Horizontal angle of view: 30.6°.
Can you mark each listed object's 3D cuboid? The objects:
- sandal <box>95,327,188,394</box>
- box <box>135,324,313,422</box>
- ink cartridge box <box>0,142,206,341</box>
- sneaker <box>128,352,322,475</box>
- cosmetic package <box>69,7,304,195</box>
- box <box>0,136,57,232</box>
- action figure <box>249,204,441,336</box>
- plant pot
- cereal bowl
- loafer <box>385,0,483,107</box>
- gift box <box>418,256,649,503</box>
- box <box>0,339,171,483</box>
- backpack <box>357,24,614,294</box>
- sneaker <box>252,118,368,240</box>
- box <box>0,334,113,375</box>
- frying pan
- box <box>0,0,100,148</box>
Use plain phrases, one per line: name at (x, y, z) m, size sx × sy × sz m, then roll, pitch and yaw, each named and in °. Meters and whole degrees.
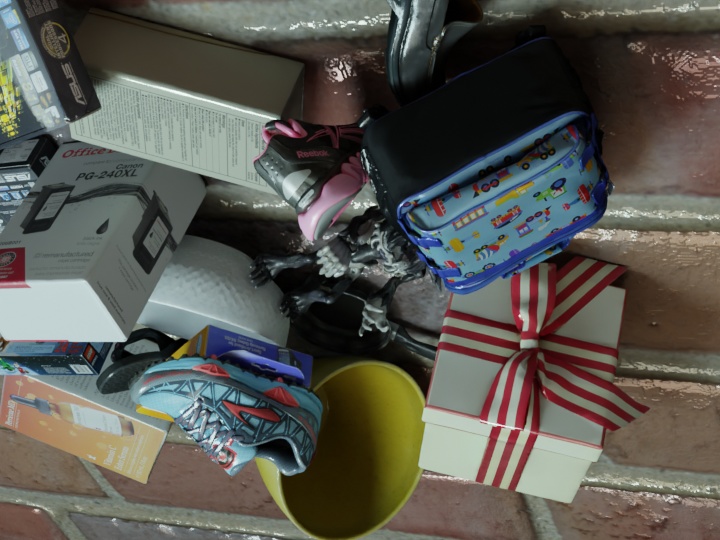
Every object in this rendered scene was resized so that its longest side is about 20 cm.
sandal at (-0.231, 0.091, 1.426) m, size 0.075 × 0.200 × 0.048 m, roll -37°, pitch 82°, yaw 20°
box at (-0.136, 0.112, 1.338) m, size 0.118 × 0.042 × 0.200 m, roll 19°, pitch 146°, yaw -25°
ink cartridge box at (-0.252, -0.033, 1.237) m, size 0.144 × 0.201 × 0.084 m, roll -3°, pitch 135°, yaw 27°
sneaker at (-0.125, 0.142, 1.249) m, size 0.199 × 0.096 × 0.079 m, roll 16°, pitch 146°, yaw -22°
cosmetic package at (-0.153, -0.147, 1.149) m, size 0.198 × 0.073 × 0.104 m, roll 16°, pitch 143°, yaw 5°
box at (-0.372, -0.062, 1.382) m, size 0.198 × 0.049 × 0.162 m, roll -3°, pitch 137°, yaw 28°
action figure at (0.000, 0.000, 1.237) m, size 0.199 × 0.102 × 0.119 m, roll -16°, pitch 121°, yaw 30°
plant pot at (-0.042, 0.177, 1.444) m, size 0.142 × 0.200 × 0.200 m, roll 21°, pitch 157°, yaw 52°
cereal bowl at (-0.163, 0.018, 1.335) m, size 0.198 × 0.084 × 0.200 m, roll 14°, pitch 166°, yaw 4°
loafer at (0.057, -0.190, 1.000) m, size 0.072 × 0.073 × 0.201 m, roll 5°, pitch 143°, yaw 12°
gift box at (0.164, 0.096, 1.232) m, size 0.198 × 0.186 × 0.187 m, roll 8°, pitch 153°, yaw 4°
box at (-0.317, 0.146, 1.576) m, size 0.199 × 0.107 × 0.153 m, roll 22°, pitch 144°, yaw -4°
backpack at (0.111, -0.065, 1.043) m, size 0.181 × 0.135 × 0.200 m, roll -26°, pitch 149°, yaw 4°
sneaker at (-0.034, -0.098, 1.081) m, size 0.095 × 0.200 × 0.079 m, roll 37°, pitch 110°, yaw -1°
box at (-0.348, 0.048, 1.437) m, size 0.198 × 0.137 × 0.038 m, roll -2°, pitch 141°, yaw 27°
frying pan at (0.013, 0.051, 1.362) m, size 0.188 × 0.031 × 0.115 m, roll 2°, pitch 143°, yaw 17°
box at (-0.318, -0.203, 1.095) m, size 0.160 × 0.049 × 0.201 m, roll -12°, pitch 106°, yaw 35°
